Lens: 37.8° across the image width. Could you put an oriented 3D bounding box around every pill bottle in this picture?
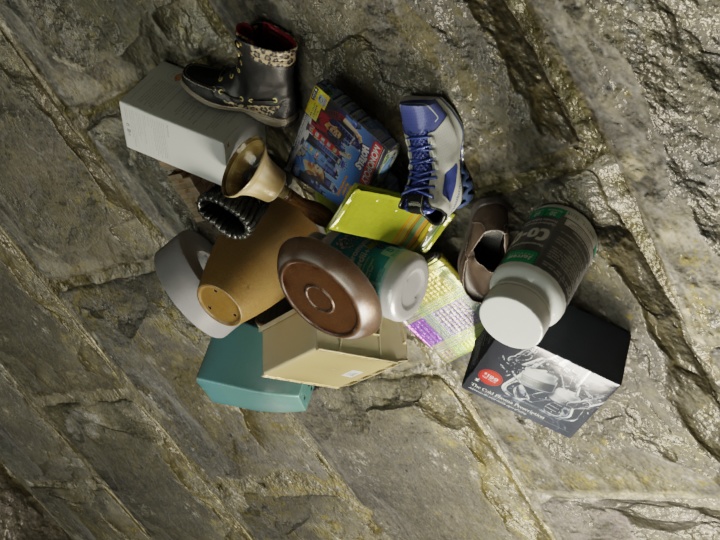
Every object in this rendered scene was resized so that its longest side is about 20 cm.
[{"bbox_3d":[0.250,0.008,1.477,0.112,0.200,0.114,21,139,19],"label":"pill bottle"},{"bbox_3d":[0.000,0.000,1.655,0.199,0.111,0.112,19,139,30],"label":"pill bottle"}]

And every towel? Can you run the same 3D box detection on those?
[{"bbox_3d":[0.049,-0.076,1.571,0.086,0.199,0.018,-57,44,24],"label":"towel"},{"bbox_3d":[0.132,0.060,1.718,0.143,0.023,0.200,-31,118,31],"label":"towel"}]

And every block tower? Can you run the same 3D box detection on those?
[{"bbox_3d":[-0.307,-0.183,1.843,0.054,0.058,0.201,-5,124,41],"label":"block tower"}]

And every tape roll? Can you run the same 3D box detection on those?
[{"bbox_3d":[-0.286,0.024,1.922,0.066,0.201,0.201,-38,105,12],"label":"tape roll"}]

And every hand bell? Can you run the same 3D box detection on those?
[{"bbox_3d":[-0.108,-0.117,1.644,0.199,0.105,0.104,30,150,-33],"label":"hand bell"}]

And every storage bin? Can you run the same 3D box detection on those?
[{"bbox_3d":[-0.048,0.134,1.866,0.197,0.095,0.199,12,154,-33],"label":"storage bin"}]

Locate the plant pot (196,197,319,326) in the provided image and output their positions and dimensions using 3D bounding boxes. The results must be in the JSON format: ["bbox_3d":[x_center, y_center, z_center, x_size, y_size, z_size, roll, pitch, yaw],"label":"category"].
[{"bbox_3d":[-0.191,-0.005,1.815,0.185,0.200,0.187,22,140,20],"label":"plant pot"}]

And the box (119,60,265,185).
[{"bbox_3d":[-0.268,-0.238,1.697,0.198,0.125,0.098,23,141,17],"label":"box"}]

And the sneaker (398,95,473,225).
[{"bbox_3d":[0.100,-0.143,1.511,0.080,0.115,0.201,5,132,33],"label":"sneaker"}]

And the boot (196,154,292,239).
[{"bbox_3d":[-0.232,-0.144,1.737,0.209,0.158,0.080,20,139,22],"label":"boot"}]

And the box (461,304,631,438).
[{"bbox_3d":[0.286,0.141,1.637,0.198,0.105,0.183,24,141,0],"label":"box"}]

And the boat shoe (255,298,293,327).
[{"bbox_3d":[-0.112,0.095,1.968,0.199,0.072,0.076,-5,142,43],"label":"boat shoe"}]

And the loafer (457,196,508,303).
[{"bbox_3d":[0.186,-0.017,1.590,0.072,0.071,0.201,-1,134,2],"label":"loafer"}]

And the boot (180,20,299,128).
[{"bbox_3d":[-0.181,-0.310,1.597,0.198,0.073,0.151,24,142,11],"label":"boot"}]

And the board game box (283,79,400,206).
[{"bbox_3d":[-0.006,-0.163,1.591,0.200,0.062,0.200,42,144,10],"label":"board game box"}]

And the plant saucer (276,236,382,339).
[{"bbox_3d":[-0.056,0.036,1.626,0.199,0.032,0.201,26,143,21],"label":"plant saucer"}]

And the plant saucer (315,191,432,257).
[{"bbox_3d":[0.021,-0.038,1.737,0.198,0.048,0.201,8,134,32],"label":"plant saucer"}]

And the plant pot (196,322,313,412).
[{"bbox_3d":[-0.190,0.195,2.052,0.198,0.143,0.142,13,157,12],"label":"plant pot"}]
